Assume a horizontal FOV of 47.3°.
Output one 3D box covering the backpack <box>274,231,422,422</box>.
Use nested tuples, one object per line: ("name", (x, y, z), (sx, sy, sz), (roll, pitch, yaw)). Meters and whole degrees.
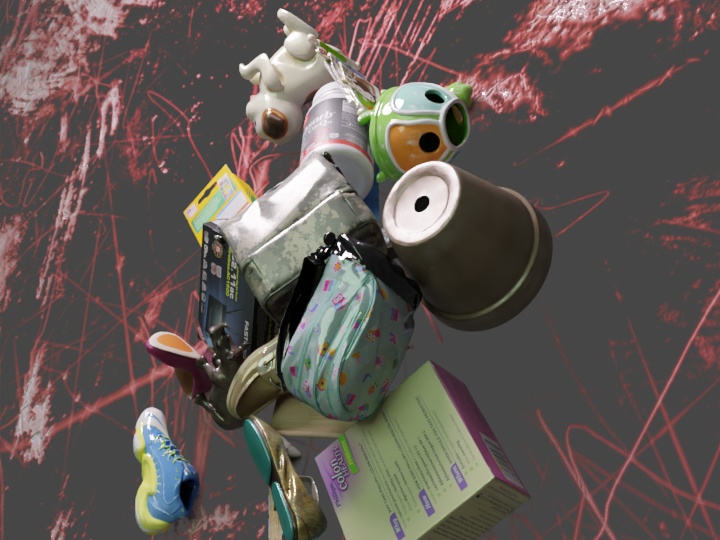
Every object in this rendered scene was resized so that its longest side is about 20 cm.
("backpack", (-0.013, 0.078, 0.999), (0.126, 0.167, 0.202), (17, 75, 44))

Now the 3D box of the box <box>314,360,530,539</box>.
("box", (0.069, 0.248, 0.984), (0.200, 0.096, 0.177), (-42, 46, 12))

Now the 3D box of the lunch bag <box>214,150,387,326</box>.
("lunch bag", (-0.081, -0.050, 1.111), (0.199, 0.140, 0.168), (-36, 68, -3))

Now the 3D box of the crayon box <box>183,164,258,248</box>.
("crayon box", (-0.231, -0.084, 1.463), (0.126, 0.051, 0.201), (-46, 46, 9))

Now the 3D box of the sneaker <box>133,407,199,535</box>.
("sneaker", (-0.295, 0.305, 1.287), (0.104, 0.076, 0.203), (-18, 61, 17))

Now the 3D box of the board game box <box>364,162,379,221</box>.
("board game box", (-0.041, -0.099, 1.313), (0.155, 0.039, 0.202), (-10, 49, 11))

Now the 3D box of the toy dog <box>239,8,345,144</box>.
("toy dog", (-0.124, -0.322, 1.462), (0.202, 0.192, 0.140), (-58, 8, 2))

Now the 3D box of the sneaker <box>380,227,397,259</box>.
("sneaker", (0.000, 0.000, 1.210), (0.197, 0.092, 0.078), (-19, 18, 7))

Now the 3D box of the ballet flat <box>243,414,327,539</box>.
("ballet flat", (-0.101, 0.282, 1.128), (0.071, 0.070, 0.201), (-41, 52, 13))

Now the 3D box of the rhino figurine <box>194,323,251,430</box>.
("rhino figurine", (-0.200, 0.156, 1.225), (0.087, 0.059, 0.202), (31, 131, 29))

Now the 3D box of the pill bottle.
("pill bottle", (-0.035, -0.201, 1.287), (0.115, 0.116, 0.202), (-28, 37, 24))

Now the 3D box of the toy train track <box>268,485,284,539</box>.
("toy train track", (-0.122, 0.360, 1.124), (0.114, 0.032, 0.203), (-24, 51, 28))

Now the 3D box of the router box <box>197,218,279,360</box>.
("router box", (-0.185, 0.038, 1.271), (0.149, 0.062, 0.203), (24, 116, 42))

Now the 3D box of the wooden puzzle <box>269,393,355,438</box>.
("wooden puzzle", (-0.041, 0.147, 1.183), (0.183, 0.037, 0.203), (-7, 57, 38))

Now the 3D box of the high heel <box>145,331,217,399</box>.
("high heel", (-0.285, 0.154, 1.269), (0.067, 0.200, 0.096), (38, 94, 19))

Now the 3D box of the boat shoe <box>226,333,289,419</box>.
("boat shoe", (-0.111, 0.140, 1.172), (0.200, 0.072, 0.065), (-46, 40, -3))

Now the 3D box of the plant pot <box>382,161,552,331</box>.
("plant pot", (0.120, -0.046, 1.058), (0.198, 0.173, 0.203), (-21, 53, 31))

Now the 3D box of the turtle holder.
("turtle holder", (0.099, -0.206, 1.211), (0.130, 0.184, 0.144), (-4, 95, 39))

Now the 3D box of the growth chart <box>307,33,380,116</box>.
("growth chart", (0.002, -0.283, 1.300), (0.018, 0.144, 0.201), (-44, 59, 24))
